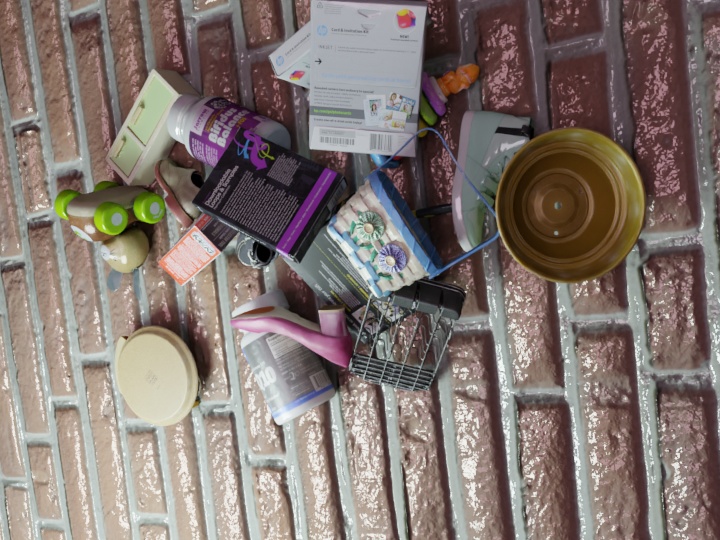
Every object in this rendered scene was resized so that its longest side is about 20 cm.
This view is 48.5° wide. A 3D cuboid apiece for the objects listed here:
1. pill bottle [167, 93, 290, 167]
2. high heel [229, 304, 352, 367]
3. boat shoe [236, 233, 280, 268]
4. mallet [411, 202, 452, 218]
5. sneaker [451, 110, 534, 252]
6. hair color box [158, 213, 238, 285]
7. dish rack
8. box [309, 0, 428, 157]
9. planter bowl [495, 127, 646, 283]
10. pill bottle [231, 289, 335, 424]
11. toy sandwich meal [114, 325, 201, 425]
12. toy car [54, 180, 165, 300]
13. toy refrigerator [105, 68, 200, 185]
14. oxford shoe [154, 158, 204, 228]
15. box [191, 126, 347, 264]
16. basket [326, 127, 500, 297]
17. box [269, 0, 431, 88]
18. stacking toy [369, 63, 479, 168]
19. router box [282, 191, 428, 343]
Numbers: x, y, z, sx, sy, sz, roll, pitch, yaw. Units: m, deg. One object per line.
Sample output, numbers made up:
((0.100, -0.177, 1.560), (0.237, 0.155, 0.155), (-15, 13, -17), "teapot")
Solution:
((-0.223, -0.223, 1.333), (0.198, 0.112, 0.114), (26, 108, 22), "pill bottle")
((-0.109, 0.106, 1.253), (0.196, 0.067, 0.098), (-4, 101, 10), "high heel")
((-0.167, -0.039, 1.310), (0.072, 0.063, 0.199), (37, 150, -14), "boat shoe")
((0.083, -0.083, 1.234), (0.196, 0.066, 0.042), (-7, 73, 14), "mallet")
((0.196, -0.125, 1.131), (0.116, 0.074, 0.204), (5, 89, 23), "sneaker")
((-0.253, -0.057, 1.323), (0.064, 0.111, 0.199), (45, 147, -12), "hair color box")
((0.064, 0.099, 1.220), (0.151, 0.055, 0.202), (14, 129, -1), "dish rack")
((0.008, -0.262, 1.085), (0.153, 0.041, 0.203), (5, 118, 5), "box")
((0.276, -0.088, 1.083), (0.196, 0.083, 0.204), (0, 95, 1), "planter bowl")
((-0.131, 0.142, 1.332), (0.113, 0.113, 0.202), (-30, 82, 28), "pill bottle")
((-0.377, 0.195, 1.502), (0.202, 0.070, 0.209), (3, 97, 23), "toy sandwich meal")
((-0.451, -0.047, 1.470), (0.163, 0.157, 0.204), (15, 116, 38), "toy car")
((-0.376, -0.255, 1.436), (0.076, 0.070, 0.201), (44, 115, 16), "toy refrigerator")
((-0.304, -0.148, 1.390), (0.074, 0.071, 0.201), (-37, 43, 2), "oxford shoe")
((-0.137, -0.115, 1.193), (0.198, 0.036, 0.144), (28, 77, 20), "box")
((0.070, -0.067, 1.085), (0.199, 0.139, 0.177), (-38, 92, 8), "basket")
((-0.013, -0.339, 1.171), (0.199, 0.155, 0.042), (-33, 73, 28), "box")
((0.088, -0.247, 1.180), (0.198, 0.116, 0.111), (-31, 85, 16), "stacking toy")
((0.000, 0.000, 1.227), (0.148, 0.051, 0.200), (-33, 111, 26), "router box")
